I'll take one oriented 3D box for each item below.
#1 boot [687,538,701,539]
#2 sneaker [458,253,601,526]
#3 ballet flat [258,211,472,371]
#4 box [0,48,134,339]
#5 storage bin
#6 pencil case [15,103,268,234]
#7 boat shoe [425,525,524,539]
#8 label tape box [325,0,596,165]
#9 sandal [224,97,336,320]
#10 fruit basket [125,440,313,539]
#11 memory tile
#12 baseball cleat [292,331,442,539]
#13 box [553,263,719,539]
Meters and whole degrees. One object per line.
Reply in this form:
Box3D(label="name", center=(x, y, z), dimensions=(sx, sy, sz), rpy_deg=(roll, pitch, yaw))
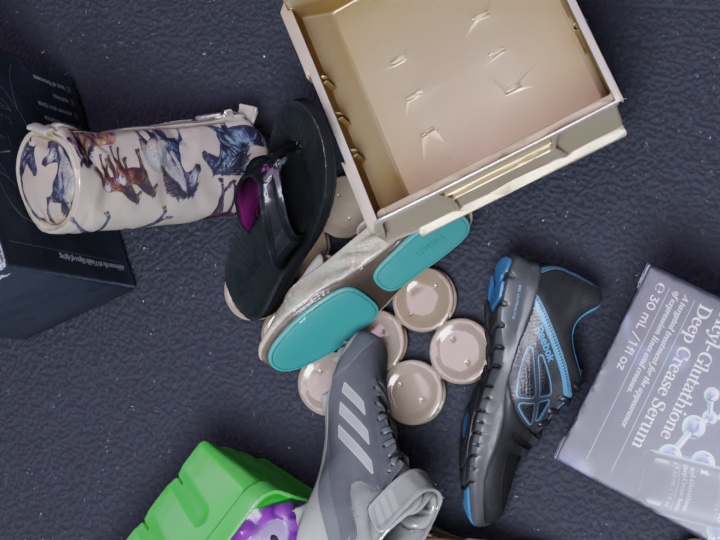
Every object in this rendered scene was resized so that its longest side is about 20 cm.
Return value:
Box3D(label="boot", center=(0.209, 0.278, 0.970), dimensions=(0.201, 0.073, 0.076), rpy_deg=(-55, 43, 12))
Box3D(label="sneaker", center=(0.121, 0.094, 1.003), dimensions=(0.081, 0.073, 0.203), rpy_deg=(11, 99, -6))
Box3D(label="ballet flat", center=(0.000, 0.000, 1.051), dimensions=(0.199, 0.067, 0.063), rpy_deg=(-37, 47, 7))
Box3D(label="box", center=(-0.298, -0.062, 1.088), dimensions=(0.123, 0.200, 0.199), rpy_deg=(-24, 77, 16))
Box3D(label="storage bin", center=(0.059, -0.151, 0.967), dimensions=(0.197, 0.094, 0.202), rpy_deg=(-26, 76, 12))
Box3D(label="pencil case", center=(-0.163, -0.078, 1.049), dimensions=(0.077, 0.199, 0.091), rpy_deg=(9, 103, 46))
Box3D(label="boat shoe", center=(0.087, 0.229, 0.988), dimensions=(0.197, 0.074, 0.077), rpy_deg=(10, 88, 6))
Box3D(label="label tape box", center=(0.061, -0.192, 1.057), dimensions=(0.143, 0.066, 0.200), rpy_deg=(-47, 70, 7))
Box3D(label="sandal", center=(-0.067, -0.036, 1.017), dimensions=(0.075, 0.048, 0.202), rpy_deg=(48, 136, 28))
Box3D(label="fruit basket", center=(-0.080, 0.258, 1.022), dimensions=(0.213, 0.155, 0.218), rpy_deg=(-11, 68, 29))
Box3D(label="memory tile", center=(-0.002, 0.038, 1.079), dimensions=(0.153, 0.017, 0.201), rpy_deg=(-42, 73, 10))
Box3D(label="baseball cleat", center=(0.015, 0.134, 0.988), dimensions=(0.105, 0.070, 0.202), rpy_deg=(-2, 56, 23))
Box3D(label="box", center=(0.257, 0.109, 0.939), dimensions=(0.198, 0.107, 0.150), rpy_deg=(26, 92, 18))
